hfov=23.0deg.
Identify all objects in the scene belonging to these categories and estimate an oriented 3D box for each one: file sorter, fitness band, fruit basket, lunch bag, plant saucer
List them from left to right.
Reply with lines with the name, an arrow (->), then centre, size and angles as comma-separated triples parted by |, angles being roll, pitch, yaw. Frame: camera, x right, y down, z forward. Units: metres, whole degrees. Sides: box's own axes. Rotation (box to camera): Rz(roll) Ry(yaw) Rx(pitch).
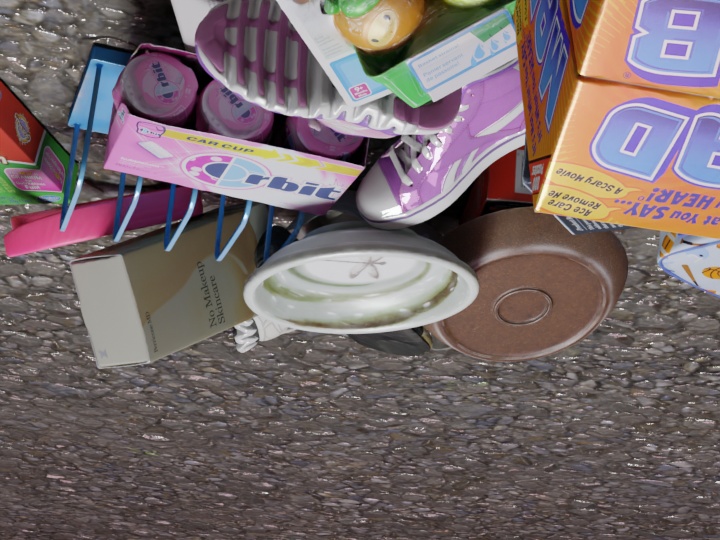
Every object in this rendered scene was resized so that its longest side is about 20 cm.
fitness band -> -0.236, -0.046, 1.624 | 0.143, 0.038, 0.199 | -6, -173, 41
file sorter -> -0.148, -0.087, 1.503 | 0.199, 0.124, 0.139 | 10, 159, -14
plant saucer -> 0.000, 0.000, 1.493 | 0.198, 0.051, 0.200 | -2, 159, -1
fruit basket -> 0.037, -0.200, 1.156 | 0.184, 0.094, 0.200 | -27, 146, 7
plant saucer -> 0.143, 0.022, 1.577 | 0.199, 0.035, 0.201 | -5, 140, -4
lunch bag -> 0.373, -0.033, 1.590 | 0.160, 0.076, 0.199 | 24, 153, -35

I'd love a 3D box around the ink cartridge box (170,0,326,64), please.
ink cartridge box -> -0.047, -0.182, 1.340 | 0.175, 0.045, 0.200 | 3, 159, 4

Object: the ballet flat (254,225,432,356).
ballet flat -> -0.010, 0.021, 1.651 | 0.199, 0.057, 0.066 | 32, 138, -21

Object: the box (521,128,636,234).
box -> 0.230, -0.121, 1.287 | 0.199, 0.150, 0.107 | -5, 157, 27

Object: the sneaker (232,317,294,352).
sneaker -> -0.104, 0.025, 1.875 | 0.080, 0.076, 0.200 | -9, 161, -2

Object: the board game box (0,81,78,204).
board game box -> -0.363, -0.117, 1.591 | 0.152, 0.041, 0.200 | -1, 158, 15

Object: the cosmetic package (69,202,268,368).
cosmetic package -> -0.161, 0.011, 1.611 | 0.071, 0.106, 0.200 | -7, -168, 39

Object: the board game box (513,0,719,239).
board game box -> 0.213, -0.158, 1.034 | 0.198, 0.201, 0.201 | 8, 132, -7

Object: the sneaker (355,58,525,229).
sneaker -> 0.061, -0.119, 1.382 | 0.200, 0.073, 0.114 | -37, 144, 11

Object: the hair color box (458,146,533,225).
hair color box -> 0.149, -0.048, 1.620 | 0.101, 0.062, 0.200 | 6, 160, -2

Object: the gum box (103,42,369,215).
gum box -> -0.103, -0.110, 1.388 | 0.199, 0.067, 0.114 | 11, 160, -15

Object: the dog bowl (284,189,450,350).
dog bowl -> 0.019, -0.004, 1.684 | 0.199, 0.059, 0.200 | 26, 159, 11

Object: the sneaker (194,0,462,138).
sneaker -> -0.030, -0.138, 1.291 | 0.199, 0.081, 0.088 | 14, 169, -18
